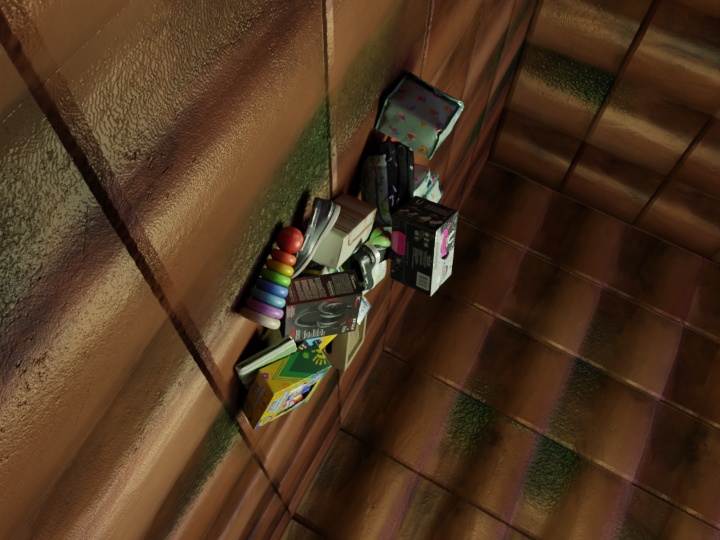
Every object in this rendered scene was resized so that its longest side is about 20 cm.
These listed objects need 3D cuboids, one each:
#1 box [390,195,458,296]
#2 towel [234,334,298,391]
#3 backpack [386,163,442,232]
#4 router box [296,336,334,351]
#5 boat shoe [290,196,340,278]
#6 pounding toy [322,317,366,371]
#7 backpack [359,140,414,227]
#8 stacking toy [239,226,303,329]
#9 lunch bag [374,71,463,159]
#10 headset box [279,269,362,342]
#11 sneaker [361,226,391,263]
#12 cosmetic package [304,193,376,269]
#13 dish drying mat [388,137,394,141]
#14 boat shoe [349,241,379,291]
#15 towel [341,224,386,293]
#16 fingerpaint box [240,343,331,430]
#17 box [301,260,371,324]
[{"bbox_3d":[0.159,-0.063,1.622,0.115,0.131,0.202,-42,144,-39],"label":"box"},{"bbox_3d":[-0.210,0.219,1.508,0.151,0.024,0.200,-31,161,-11],"label":"towel"},{"bbox_3d":[0.120,-0.208,1.844,0.202,0.174,0.154,-61,151,-15],"label":"backpack"},{"bbox_3d":[-0.116,0.163,1.767,0.149,0.051,0.200,-44,164,-5],"label":"router box"},{"bbox_3d":[-0.119,-0.071,1.381,0.201,0.061,0.073,-53,-158,24],"label":"boat shoe"},{"bbox_3d":[-0.082,0.205,1.979,0.184,0.140,0.202,-53,155,-51],"label":"pounding toy"},{"bbox_3d":[0.072,-0.210,1.648,0.163,0.152,0.203,-9,85,-59],"label":"backpack"},{"bbox_3d":[-0.166,0.010,1.290,0.085,0.084,0.202,39,72,-78],"label":"stacking toy"},{"bbox_3d":[0.156,-0.397,1.601,0.201,0.169,0.122,-55,173,-39],"label":"lunch bag"},{"bbox_3d":[-0.105,0.085,1.488,0.197,0.078,0.150,-9,142,-17],"label":"headset box"},{"bbox_3d":[0.054,-0.058,1.682,0.084,0.077,0.200,-39,156,11],"label":"sneaker"},{"bbox_3d":[-0.049,-0.095,1.508,0.200,0.102,0.088,-50,160,-55],"label":"cosmetic package"},{"bbox_3d":[0.101,-0.376,1.780,0.202,0.018,0.077,-62,167,-6],"label":"dish drying mat"},{"bbox_3d":[0.000,0.000,1.598,0.060,0.076,0.201,-33,155,-20],"label":"boat shoe"},{"bbox_3d":[0.009,-0.026,1.723,0.171,0.048,0.202,-35,135,-40],"label":"towel"},{"bbox_3d":[-0.180,0.280,1.547,0.166,0.074,0.201,-21,156,-37],"label":"fingerpaint box"},{"bbox_3d":[-0.058,0.047,1.608,0.065,0.069,0.201,-57,132,-26],"label":"box"}]
